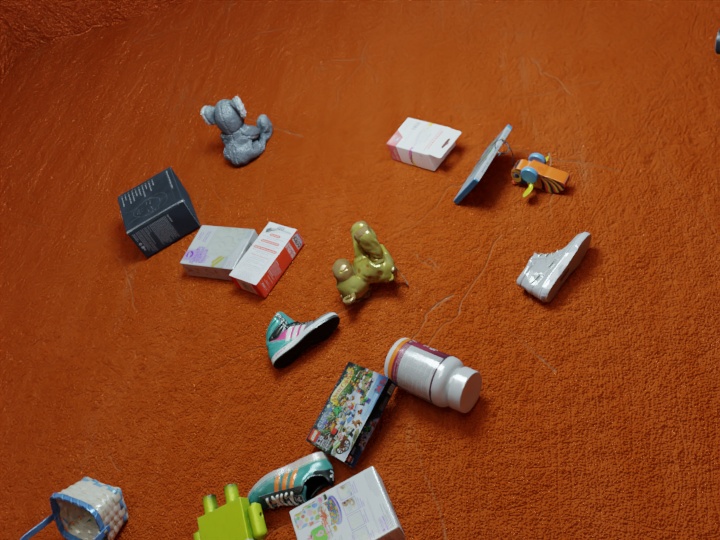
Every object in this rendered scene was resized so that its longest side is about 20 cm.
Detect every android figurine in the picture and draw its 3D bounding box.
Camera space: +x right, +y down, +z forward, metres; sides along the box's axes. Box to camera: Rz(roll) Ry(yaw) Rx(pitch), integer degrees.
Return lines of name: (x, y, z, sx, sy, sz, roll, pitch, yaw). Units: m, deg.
android figurine: (-0.273, 0.557, 1.586, 0.180, 0.041, 0.203, -31, 60, 18)

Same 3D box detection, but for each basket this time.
basket: (-0.625, 0.565, 1.688, 0.174, 0.142, 0.199, 9, 25, 31)

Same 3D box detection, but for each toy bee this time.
toy bee: (0.435, -0.254, 1.956, 0.130, 0.109, 0.201, -34, 70, -18)

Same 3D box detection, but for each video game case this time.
video game case: (0.320, -0.277, 2.001, 0.018, 0.143, 0.201, 34, 66, -2)

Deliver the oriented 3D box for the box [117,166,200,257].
box: (-0.623, -0.182, 2.350, 0.195, 0.125, 0.201, -31, 45, -1)

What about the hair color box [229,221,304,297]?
hair color box: (-0.256, -0.031, 2.095, 0.110, 0.064, 0.201, 16, 61, 36)

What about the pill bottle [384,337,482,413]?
pill bottle: (0.157, 0.228, 1.650, 0.198, 0.110, 0.110, 19, 61, 35)

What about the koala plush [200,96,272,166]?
koala plush: (-0.401, -0.462, 2.433, 0.174, 0.201, 0.186, -6, 49, 19)

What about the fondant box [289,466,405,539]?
fondant box: (-0.028, 0.508, 1.523, 0.197, 0.059, 0.145, -27, 46, -1)

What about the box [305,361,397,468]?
box: (-0.021, 0.311, 1.669, 0.135, 0.038, 0.202, 14, 69, 46)

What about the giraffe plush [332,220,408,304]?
giraffe plush: (0.000, 0.000, 1.912, 0.161, 0.172, 0.202, -36, 80, 6)

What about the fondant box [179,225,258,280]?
fondant box: (-0.399, -0.051, 2.182, 0.197, 0.059, 0.146, 5, 54, 29)

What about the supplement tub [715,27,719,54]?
supplement tub: (1.019, -0.582, 1.948, 0.197, 0.108, 0.108, 16, 60, 35)

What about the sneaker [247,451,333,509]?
sneaker: (-0.147, 0.464, 1.615, 0.198, 0.072, 0.080, -29, 41, -3)

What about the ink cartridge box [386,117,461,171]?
ink cartridge box: (0.187, -0.355, 2.164, 0.198, 0.068, 0.117, 23, 64, 39)

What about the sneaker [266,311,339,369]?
sneaker: (-0.156, 0.141, 1.893, 0.198, 0.084, 0.121, -34, 55, -5)

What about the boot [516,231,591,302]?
boot: (0.443, -0.026, 1.758, 0.095, 0.074, 0.200, 31, 70, 33)
